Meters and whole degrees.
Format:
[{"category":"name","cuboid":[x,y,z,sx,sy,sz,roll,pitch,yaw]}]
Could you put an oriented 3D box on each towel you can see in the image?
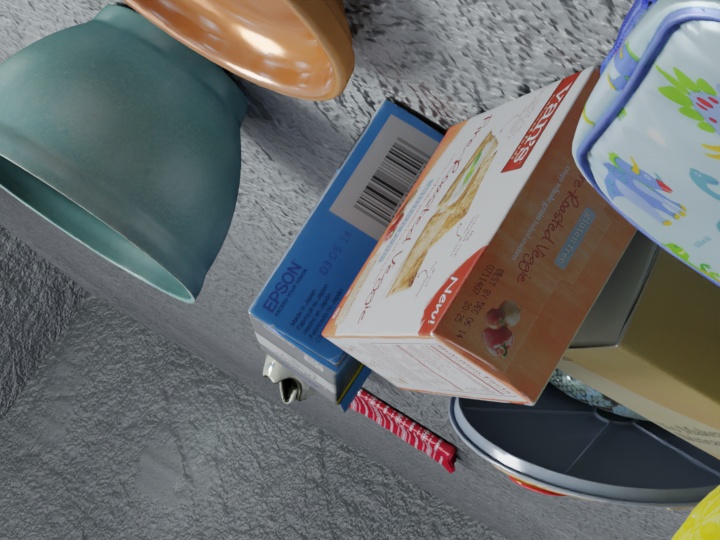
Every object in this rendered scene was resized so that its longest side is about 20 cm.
[{"category":"towel","cuboid":[0.052,0.218,2.158,0.199,0.023,0.145,31,169,12]}]

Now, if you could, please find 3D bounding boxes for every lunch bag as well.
[{"category":"lunch bag","cuboid":[0.148,-0.040,0.445,0.160,0.083,0.200,31,170,5]}]

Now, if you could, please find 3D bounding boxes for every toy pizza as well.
[{"category":"toy pizza","cuboid":[0.151,0.098,0.905,0.199,0.032,0.200,4,-160,-1]}]

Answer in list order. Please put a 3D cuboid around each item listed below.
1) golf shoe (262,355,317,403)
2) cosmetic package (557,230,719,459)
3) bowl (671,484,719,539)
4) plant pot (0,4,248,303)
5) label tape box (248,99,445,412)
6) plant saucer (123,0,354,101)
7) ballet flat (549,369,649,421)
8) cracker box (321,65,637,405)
[{"category":"golf shoe","cuboid":[-0.066,0.120,1.842,0.078,0.098,0.200,25,169,30]},{"category":"cosmetic package","cuboid":[0.183,0.048,0.708,0.199,0.071,0.105,29,168,-16]},{"category":"bowl","cuboid":[0.210,0.124,0.622,0.199,0.108,0.201,5,135,5]},{"category":"plant pot","cuboid":[-0.158,-0.090,1.015,0.200,0.135,0.200,31,170,6]},{"category":"label tape box","cuboid":[0.000,0.000,0.916,0.063,0.145,0.200,32,170,6]},{"category":"plant saucer","cuboid":[-0.083,-0.156,0.747,0.200,0.038,0.200,31,170,6]},{"category":"ballet flat","cuboid":[0.127,0.033,0.923,0.199,0.074,0.074,20,164,41]},{"category":"cracker box","cuboid":[0.058,-0.011,0.712,0.058,0.134,0.200,34,170,-11]}]
